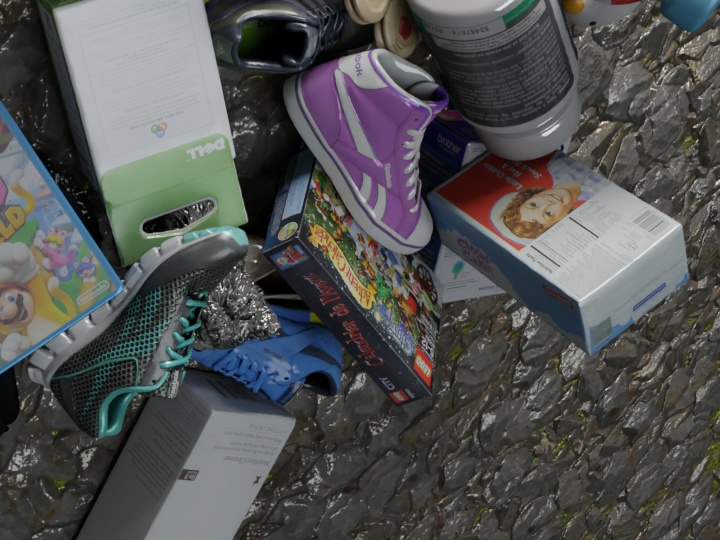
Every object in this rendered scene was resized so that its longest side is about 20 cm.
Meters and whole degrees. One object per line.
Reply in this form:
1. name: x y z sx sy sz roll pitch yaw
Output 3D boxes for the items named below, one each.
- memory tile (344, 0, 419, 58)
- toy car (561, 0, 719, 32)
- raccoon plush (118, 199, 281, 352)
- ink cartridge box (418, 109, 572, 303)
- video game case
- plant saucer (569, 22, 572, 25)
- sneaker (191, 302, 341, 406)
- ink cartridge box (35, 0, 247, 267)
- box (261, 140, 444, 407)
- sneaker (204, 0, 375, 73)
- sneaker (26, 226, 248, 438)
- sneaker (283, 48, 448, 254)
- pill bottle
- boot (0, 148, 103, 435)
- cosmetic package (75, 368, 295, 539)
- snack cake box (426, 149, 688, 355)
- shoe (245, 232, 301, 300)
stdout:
1. memory tile: 0.009 -0.271 1.039 0.200 0.017 0.154 40 63 -50
2. toy car: 0.199 -0.255 1.125 0.177 0.184 0.200 -54 178 -35
3. raccoon plush: -0.121 -0.032 1.043 0.096 0.134 0.201 -22 131 -30
4. ink cartridge box: 0.113 -0.077 1.273 0.136 0.076 0.201 -8 124 -38
5. video game case: -0.272 -0.030 0.910 0.143 0.018 0.201 -34 106 -10
6. plant saucer: 0.166 -0.281 1.210 0.199 0.035 0.201 -24 131 -30
7. sneaker: -0.089 0.074 1.180 0.066 0.079 0.199 -28 155 37
8. ink cartridge box: -0.153 -0.115 0.967 0.103 0.059 0.201 -21 123 -18
9. box: 0.000 0.000 1.145 0.038 0.137 0.200 -22 125 26
10. sneaker: -0.048 -0.183 1.046 0.199 0.081 0.074 -17 128 -34
11. sneaker: -0.147 0.048 0.987 0.200 0.091 0.078 -39 166 18
12. sneaker: 0.034 -0.095 1.110 0.114 0.073 0.201 -19 133 23
13. pill bottle: 0.115 -0.184 1.102 0.113 0.113 0.200 -44 143 -9
14. boot: -0.260 0.016 1.005 0.162 0.073 0.199 -43 140 -20
15. cosmetic package: -0.158 0.193 1.209 0.113 0.081 0.201 13 107 -49
16. snack cake box: 0.164 -0.029 1.146 0.115 0.200 0.067 -35 135 -15
17. shoe: -0.042 0.001 1.202 0.199 0.053 0.070 -3 119 -42
